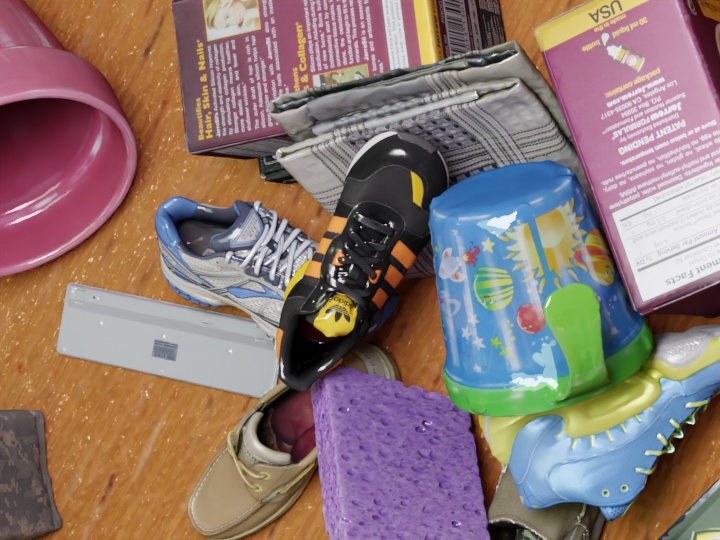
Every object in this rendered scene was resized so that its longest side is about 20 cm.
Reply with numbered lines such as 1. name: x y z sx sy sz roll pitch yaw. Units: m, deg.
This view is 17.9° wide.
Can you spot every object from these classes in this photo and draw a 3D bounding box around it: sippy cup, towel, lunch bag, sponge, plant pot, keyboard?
1. sippy cup: 0.104 0.005 1.440 0.178 0.140 0.130 2 117 43
2. towel: 0.059 -0.064 1.515 0.192 0.200 0.035 -11 50 28
3. lunch bag: -0.360 0.176 1.739 0.200 0.164 0.118 -12 84 28
4. sponge: 0.028 0.150 1.506 0.200 0.112 0.030 -97 30 -49
5. plant pot: -0.289 -0.123 1.715 0.200 0.200 0.179 -42 54 20
6. keyboard: -0.145 0.052 1.718 0.200 0.011 0.056 11 97 29

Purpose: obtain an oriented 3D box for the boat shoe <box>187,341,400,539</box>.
1. boat shoe: -0.061 0.121 1.633 0.200 0.066 0.074 -46 67 19

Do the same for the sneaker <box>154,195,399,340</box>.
1. sneaker: -0.068 -0.004 1.619 0.200 0.085 0.077 14 57 28

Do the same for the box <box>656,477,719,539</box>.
1. box: 0.230 0.249 1.468 0.159 0.046 0.200 48 109 16

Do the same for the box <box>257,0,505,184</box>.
1. box: 0.005 -0.178 1.626 0.193 0.048 0.200 -13 81 29

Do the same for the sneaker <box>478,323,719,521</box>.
1. sneaker: 0.182 0.101 1.483 0.200 0.076 0.105 -15 92 4

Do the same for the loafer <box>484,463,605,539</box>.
1. loafer: 0.125 0.160 1.526 0.075 0.070 0.200 5 90 29

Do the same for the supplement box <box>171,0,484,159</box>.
1. supplement box: -0.021 -0.147 1.565 0.200 0.086 0.110 -10 84 27

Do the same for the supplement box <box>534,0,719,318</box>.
1. supplement box: 0.209 -0.079 1.459 0.103 0.131 0.200 -24 77 25

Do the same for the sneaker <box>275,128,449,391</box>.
1. sneaker: 0.000 0.000 1.492 0.070 0.090 0.200 24 131 -9
